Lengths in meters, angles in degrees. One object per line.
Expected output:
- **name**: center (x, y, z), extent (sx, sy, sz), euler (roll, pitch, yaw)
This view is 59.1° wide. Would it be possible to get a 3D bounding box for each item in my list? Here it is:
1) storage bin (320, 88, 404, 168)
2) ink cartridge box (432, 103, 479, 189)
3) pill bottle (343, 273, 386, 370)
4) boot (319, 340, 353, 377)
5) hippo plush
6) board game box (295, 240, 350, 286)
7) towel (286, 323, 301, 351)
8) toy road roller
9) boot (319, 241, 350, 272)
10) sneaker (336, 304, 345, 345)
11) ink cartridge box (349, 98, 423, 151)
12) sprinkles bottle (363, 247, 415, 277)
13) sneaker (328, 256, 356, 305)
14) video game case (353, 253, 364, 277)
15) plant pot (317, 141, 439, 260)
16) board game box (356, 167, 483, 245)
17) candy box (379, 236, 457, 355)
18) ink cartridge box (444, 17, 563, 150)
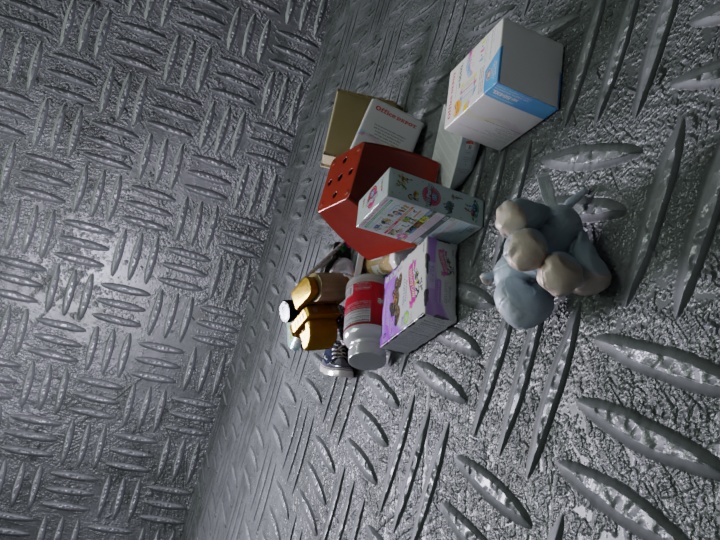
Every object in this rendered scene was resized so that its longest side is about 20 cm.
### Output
- **storage bin**: center (0.005, -0.377, 1.766), extent (0.094, 0.197, 0.202), euler (110, 172, -78)
- **ink cartridge box**: center (0.196, -0.229, 1.345), extent (0.163, 0.050, 0.201), euler (-102, 15, -54)
- **pill bottle**: center (0.018, 0.117, 1.444), extent (0.112, 0.111, 0.201), euler (128, 151, -49)
- **boot**: center (-0.063, 0.226, 1.652), extent (0.200, 0.072, 0.091), euler (171, 108, -71)
- **hippo plush**: center (0.223, -0.014, 0.869), extent (0.161, 0.158, 0.201), euler (125, 153, -44)
- **board game box**: center (-0.093, -0.020, 1.699), extent (0.200, 0.026, 0.200), euler (-43, 2, -6)
- **towel**: center (-0.210, 0.158, 2.192), extent (0.200, 0.048, 0.172), euler (-115, 43, -63)
- **toy road roller**: center (-0.101, 0.108, 1.572), extent (0.200, 0.122, 0.147), euler (-48, 55, 42)
- **boot**: center (-0.093, 0.025, 1.897), extent (0.201, 0.073, 0.151), euler (-82, 18, -48)
- **sneaker**: center (-0.050, 0.136, 1.647), extent (0.081, 0.075, 0.200), euler (-46, 17, -9)
- **ink cartridge box**: center (0.051, -0.300, 1.579), extent (0.084, 0.144, 0.201), euler (140, 153, -74)
- **sprinkles bottle**: center (0.071, -0.020, 1.471), extent (0.200, 0.068, 0.069), euler (166, 118, -70)
- **sneaker**: center (-0.043, 0.000, 1.717), extent (0.201, 0.074, 0.116), euler (96, -175, -56)
- **video game case**: center (0.000, 0.000, 1.632), extent (0.200, 0.017, 0.144), euler (87, -167, -76)
- **plant pot**: center (0.025, -0.163, 1.368), extent (0.199, 0.175, 0.202), euler (-16, 53, 55)
- **board game box**: center (0.112, -0.109, 1.210), extent (0.147, 0.198, 0.065), euler (141, 140, -59)
- **candy box**: center (0.115, 0.054, 1.271), extent (0.200, 0.071, 0.169), euler (133, 148, -55)
- **ink cartridge box**: center (0.240, -0.313, 1.117), extent (0.200, 0.124, 0.130), euler (148, 135, -63)
